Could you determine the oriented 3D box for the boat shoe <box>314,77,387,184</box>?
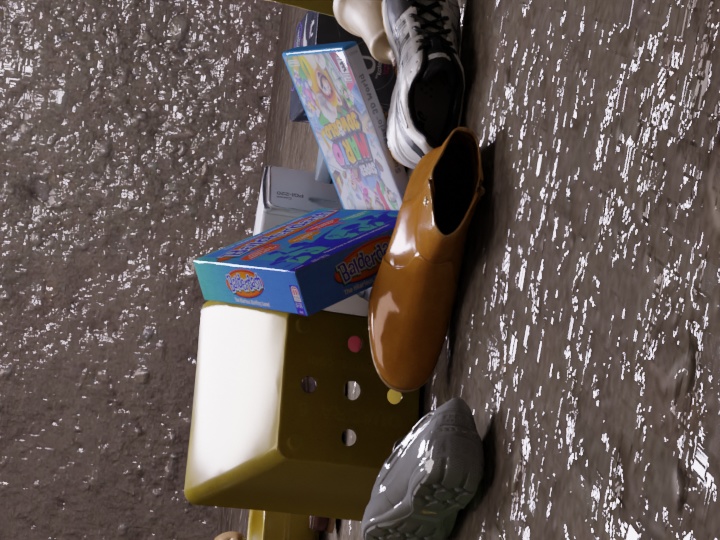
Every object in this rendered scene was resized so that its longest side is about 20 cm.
[{"bbox_3d":[0.010,-0.146,1.455,0.200,0.090,0.071,113,163,-67],"label":"boat shoe"}]

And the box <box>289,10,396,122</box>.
[{"bbox_3d":[-0.017,-0.240,1.648,0.200,0.105,0.124,180,94,-81],"label":"box"}]

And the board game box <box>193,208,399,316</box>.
[{"bbox_3d":[-0.043,-0.012,1.296,0.199,0.151,0.045,4,114,57],"label":"board game box"}]

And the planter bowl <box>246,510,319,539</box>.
[{"bbox_3d":[-0.100,0.347,1.854,0.200,0.083,0.202,-173,90,-81],"label":"planter bowl"}]

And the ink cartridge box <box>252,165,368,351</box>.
[{"bbox_3d":[-0.054,-0.010,1.600,0.085,0.144,0.201,-93,13,-50],"label":"ink cartridge box"}]

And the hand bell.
[{"bbox_3d":[0.042,-0.196,1.376,0.104,0.103,0.201,108,154,-52],"label":"hand bell"}]

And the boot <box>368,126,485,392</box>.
[{"bbox_3d":[0.053,-0.008,1.144,0.144,0.070,0.203,123,157,-77],"label":"boot"}]

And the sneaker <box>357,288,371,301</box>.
[{"bbox_3d":[0.000,0.000,1.431,0.200,0.090,0.077,-129,48,-76],"label":"sneaker"}]

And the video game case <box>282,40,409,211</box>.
[{"bbox_3d":[-0.005,-0.118,1.336,0.143,0.018,0.201,12,128,63],"label":"video game case"}]

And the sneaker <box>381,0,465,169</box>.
[{"bbox_3d":[0.065,-0.192,1.237,0.088,0.075,0.202,178,89,-75],"label":"sneaker"}]

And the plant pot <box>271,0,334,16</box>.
[{"bbox_3d":[-0.008,-0.404,1.474,0.200,0.193,0.197,122,154,-52],"label":"plant pot"}]

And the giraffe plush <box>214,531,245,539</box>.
[{"bbox_3d":[-0.205,0.549,2.286,0.200,0.172,0.163,52,161,24],"label":"giraffe plush"}]

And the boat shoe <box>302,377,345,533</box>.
[{"bbox_3d":[-0.058,0.220,1.721,0.070,0.070,0.202,116,157,-63],"label":"boat shoe"}]

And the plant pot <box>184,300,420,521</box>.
[{"bbox_3d":[-0.039,0.123,1.327,0.176,0.198,0.202,152,125,-64],"label":"plant pot"}]

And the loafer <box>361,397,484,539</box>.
[{"bbox_3d":[0.049,0.165,1.095,0.200,0.069,0.070,123,158,-55],"label":"loafer"}]
